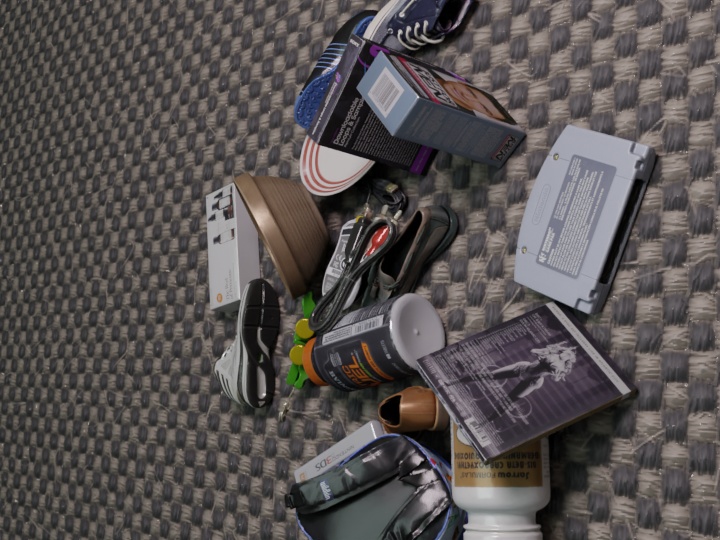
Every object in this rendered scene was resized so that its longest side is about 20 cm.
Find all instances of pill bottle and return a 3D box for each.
[{"bbox_3d":[0.010,0.104,1.330,0.200,0.106,0.107,-21,68,43],"label":"pill bottle"},{"bbox_3d":[0.162,0.230,1.140,0.114,0.114,0.201,-11,75,45],"label":"pill bottle"}]

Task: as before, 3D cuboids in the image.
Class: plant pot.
[{"bbox_3d":[-0.105,-0.065,1.461,0.092,0.201,0.201,-26,56,-5],"label":"plant pot"}]

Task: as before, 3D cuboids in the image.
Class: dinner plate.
[{"bbox_3d":[-0.014,-0.196,1.443,0.200,0.024,0.201,-27,50,36],"label":"dinner plate"}]

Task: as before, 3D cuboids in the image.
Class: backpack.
[{"bbox_3d":[0.039,0.305,1.220,0.190,0.154,0.200,-45,62,13],"label":"backpack"}]

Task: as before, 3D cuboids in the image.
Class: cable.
[{"bbox_3d":[0.000,0.000,1.330,0.097,0.050,0.201,14,81,48],"label":"cable"}]

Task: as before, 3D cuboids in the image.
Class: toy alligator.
[{"bbox_3d":[-0.076,0.133,1.457,0.054,0.059,0.201,12,92,6],"label":"toy alligator"}]

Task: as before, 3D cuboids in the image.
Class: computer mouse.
[{"bbox_3d":[0.001,-0.037,1.414,0.109,0.044,0.201,21,93,42],"label":"computer mouse"}]

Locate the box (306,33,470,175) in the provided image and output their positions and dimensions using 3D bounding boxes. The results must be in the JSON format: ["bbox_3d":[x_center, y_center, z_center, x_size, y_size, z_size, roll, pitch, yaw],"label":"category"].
[{"bbox_3d":[0.039,-0.212,1.287,0.036,0.199,0.143,43,113,42],"label":"box"}]

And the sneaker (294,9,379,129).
[{"bbox_3d":[-0.030,-0.300,1.466,0.200,0.070,0.078,-49,24,14],"label":"sneaker"}]

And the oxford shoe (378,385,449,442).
[{"bbox_3d":[0.052,0.179,1.251,0.200,0.071,0.072,126,145,-70],"label":"oxford shoe"}]

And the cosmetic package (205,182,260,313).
[{"bbox_3d":[-0.212,-0.037,1.630,0.082,0.050,0.201,-20,69,44],"label":"cosmetic package"}]

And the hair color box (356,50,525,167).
[{"bbox_3d":[0.102,-0.197,1.217,0.061,0.199,0.099,-53,49,26],"label":"hair color box"}]

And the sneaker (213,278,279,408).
[{"bbox_3d":[-0.193,0.113,1.564,0.115,0.075,0.202,-1,84,45],"label":"sneaker"}]

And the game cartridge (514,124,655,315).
[{"bbox_3d":[0.254,-0.064,1.154,0.133,0.041,0.201,29,104,50],"label":"game cartridge"}]

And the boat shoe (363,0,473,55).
[{"bbox_3d":[0.076,-0.335,1.360,0.200,0.074,0.093,-54,42,24],"label":"boat shoe"}]

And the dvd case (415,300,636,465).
[{"bbox_3d":[0.183,0.119,1.098,0.149,0.199,0.016,54,157,37],"label":"dvd case"}]

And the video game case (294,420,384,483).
[{"bbox_3d":[-0.010,0.338,1.369,0.182,0.023,0.201,-39,57,36],"label":"video game case"}]

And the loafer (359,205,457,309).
[{"bbox_3d":[0.050,-0.013,1.339,0.200,0.063,0.072,-53,50,26],"label":"loafer"}]
